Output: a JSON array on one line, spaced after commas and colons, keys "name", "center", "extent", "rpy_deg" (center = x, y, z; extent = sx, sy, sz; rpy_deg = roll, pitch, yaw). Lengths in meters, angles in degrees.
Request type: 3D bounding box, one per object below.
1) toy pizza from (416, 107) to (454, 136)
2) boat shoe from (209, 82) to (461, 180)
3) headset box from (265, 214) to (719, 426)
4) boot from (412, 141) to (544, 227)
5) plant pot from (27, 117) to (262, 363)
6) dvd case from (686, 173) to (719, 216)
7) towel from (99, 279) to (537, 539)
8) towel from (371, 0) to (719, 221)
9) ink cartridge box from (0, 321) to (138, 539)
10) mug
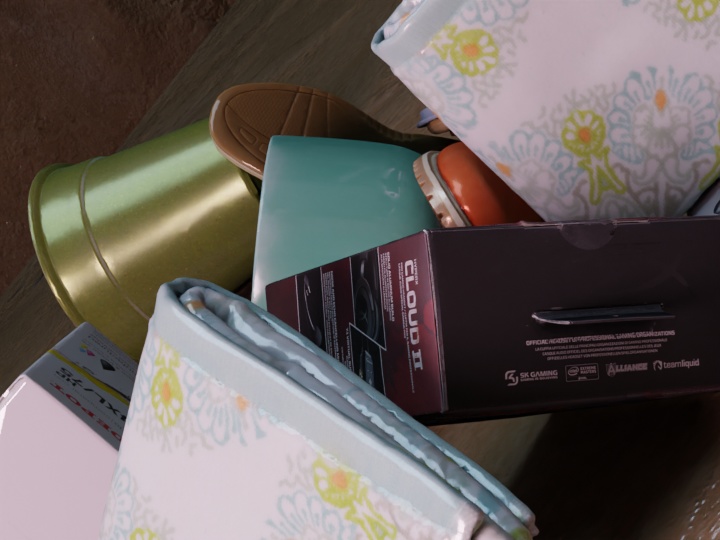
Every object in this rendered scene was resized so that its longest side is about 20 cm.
[{"name": "toy pizza", "center": [0.129, -0.119, 1.246], "extent": [0.199, 0.032, 0.200], "rpy_deg": [-23, 2, 1]}, {"name": "boat shoe", "center": [-0.003, -0.060, 1.299], "extent": [0.066, 0.199, 0.075], "rpy_deg": [122, 165, -66]}, {"name": "headset box", "center": [0.063, 0.026, 0.893], "extent": [0.148, 0.078, 0.200], "rpy_deg": [-3, -5, -25]}, {"name": "boot", "center": [0.098, -0.059, 1.136], "extent": [0.107, 0.075, 0.200], "rpy_deg": [-32, 0, 22]}, {"name": "plant pot", "center": [-0.148, -0.043, 1.758], "extent": [0.189, 0.201, 0.200], "rpy_deg": [-27, 20, 21]}, {"name": "dvd case", "center": [0.214, -0.065, 0.959], "extent": [0.150, 0.025, 0.200], "rpy_deg": [-43, 13, 18]}, {"name": "towel", "center": [-0.031, 0.121, 0.780], "extent": [0.200, 0.048, 0.172], "rpy_deg": [34, 115, 39]}, {"name": "towel", "center": [0.130, -0.120, 0.963], "extent": [0.200, 0.171, 0.048], "rpy_deg": [-45, 15, 9]}, {"name": "ink cartridge box", "center": [-0.170, 0.143, 1.219], "extent": [0.146, 0.146, 0.200], "rpy_deg": [-50, 3, 7]}, {"name": "mug", "center": [0.000, -0.006, 1.194], "extent": [0.186, 0.113, 0.153], "rpy_deg": [-83, -3, -58]}]
